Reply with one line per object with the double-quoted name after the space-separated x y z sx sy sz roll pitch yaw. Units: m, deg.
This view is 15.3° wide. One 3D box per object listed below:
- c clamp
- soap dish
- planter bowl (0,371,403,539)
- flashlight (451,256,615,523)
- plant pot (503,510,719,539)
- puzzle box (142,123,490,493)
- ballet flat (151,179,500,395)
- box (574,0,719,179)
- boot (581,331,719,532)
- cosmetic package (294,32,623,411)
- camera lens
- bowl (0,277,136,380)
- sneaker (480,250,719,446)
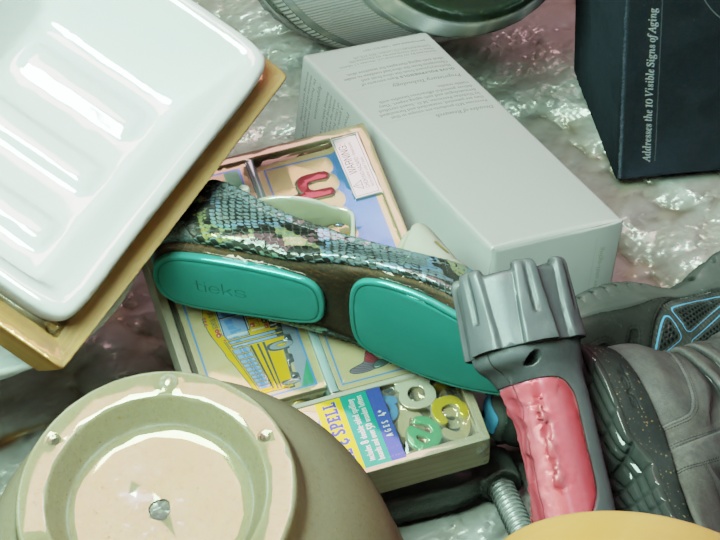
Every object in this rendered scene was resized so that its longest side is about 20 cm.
0.059 0.139 1.268 0.170 0.027 0.200 -7 38 -7 "c clamp"
-0.153 -0.061 1.269 0.157 0.081 0.200 34 59 3 "soap dish"
-0.078 0.127 1.155 0.199 0.135 0.201 -3 58 5 "planter bowl"
0.083 0.096 1.184 0.068 0.068 0.201 -12 82 -6 "flashlight"
0.101 0.190 1.045 0.199 0.200 0.140 7 50 10 "plant pot"
-0.030 0.024 1.316 0.133 0.025 0.200 -16 57 -10 "puzzle box"
0.000 0.000 1.277 0.199 0.074 0.074 18 41 9 "ballet flat"
0.229 -0.172 1.515 0.196 0.201 0.124 -7 37 -7 "box"
0.173 0.116 1.236 0.131 0.070 0.201 -2 67 -36 "boot"
0.044 -0.028 1.411 0.085 0.108 0.200 -13 41 -28 "cosmetic package"
0.024 -0.209 1.546 0.159 0.161 0.200 -20 8 -22 "camera lens"
-0.210 -0.019 1.329 0.200 0.090 0.202 7 62 -13 "bowl"
0.150 0.049 1.333 0.199 0.073 0.082 -21 58 -29 "sneaker"
